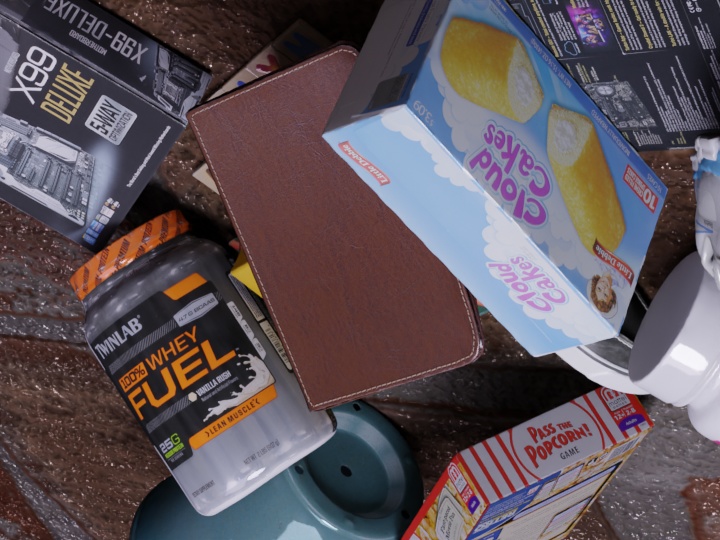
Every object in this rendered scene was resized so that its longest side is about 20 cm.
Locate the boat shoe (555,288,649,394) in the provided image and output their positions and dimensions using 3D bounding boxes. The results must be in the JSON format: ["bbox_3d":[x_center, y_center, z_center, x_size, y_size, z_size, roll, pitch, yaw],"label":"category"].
[{"bbox_3d":[0.145,0.014,1.272,0.200,0.071,0.064,32,134,-24],"label":"boat shoe"}]

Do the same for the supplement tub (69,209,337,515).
[{"bbox_3d":[-0.116,0.065,1.403,0.200,0.122,0.123,56,143,3],"label":"supplement tub"}]

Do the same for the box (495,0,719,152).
[{"bbox_3d":[0.133,-0.149,1.087,0.160,0.044,0.200,-1,138,32],"label":"box"}]

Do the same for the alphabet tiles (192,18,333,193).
[{"bbox_3d":[-0.027,-0.075,1.314,0.167,0.008,0.200,36,144,-17],"label":"alphabet tiles"}]

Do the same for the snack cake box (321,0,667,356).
[{"bbox_3d":[0.080,-0.060,1.097,0.067,0.115,0.200,-16,130,42],"label":"snack cake box"}]

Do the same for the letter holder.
[{"bbox_3d":[0.010,-0.037,1.179,0.142,0.101,0.200,-20,95,36],"label":"letter holder"}]

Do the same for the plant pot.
[{"bbox_3d":[-0.052,0.201,1.551,0.200,0.200,0.188,33,130,-14],"label":"plant pot"}]

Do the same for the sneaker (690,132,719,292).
[{"bbox_3d":[0.216,-0.026,1.100,0.075,0.087,0.200,5,179,16],"label":"sneaker"}]

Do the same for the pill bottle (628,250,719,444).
[{"bbox_3d":[0.279,0.073,1.234,0.200,0.114,0.113,27,146,-6],"label":"pill bottle"}]

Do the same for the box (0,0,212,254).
[{"bbox_3d":[-0.209,-0.109,1.338,0.158,0.050,0.200,31,145,-10],"label":"box"}]

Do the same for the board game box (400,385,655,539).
[{"bbox_3d":[0.114,0.168,1.436,0.046,0.151,0.200,58,151,21],"label":"board game box"}]

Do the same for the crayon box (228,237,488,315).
[{"bbox_3d":[0.000,0.000,1.348,0.127,0.051,0.200,37,144,-19],"label":"crayon box"}]
